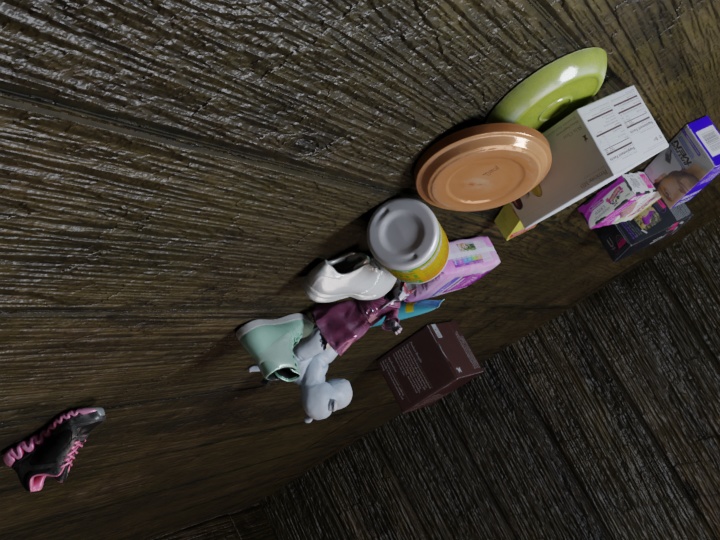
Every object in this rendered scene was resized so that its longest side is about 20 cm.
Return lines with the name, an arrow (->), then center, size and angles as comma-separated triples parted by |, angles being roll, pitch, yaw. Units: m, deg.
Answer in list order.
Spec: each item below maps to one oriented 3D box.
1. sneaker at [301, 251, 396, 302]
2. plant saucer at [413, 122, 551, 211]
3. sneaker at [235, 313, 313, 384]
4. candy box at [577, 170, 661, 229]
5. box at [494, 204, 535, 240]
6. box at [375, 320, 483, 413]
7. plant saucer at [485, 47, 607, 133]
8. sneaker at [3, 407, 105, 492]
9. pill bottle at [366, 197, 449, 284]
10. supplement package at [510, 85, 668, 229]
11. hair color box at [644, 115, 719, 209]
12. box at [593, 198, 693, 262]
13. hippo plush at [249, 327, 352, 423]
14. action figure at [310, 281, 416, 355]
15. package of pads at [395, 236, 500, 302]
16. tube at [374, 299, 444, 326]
sneaker -> 0.000, 0.000, 1.573 | 0.200, 0.075, 0.089 | -13, 146, -43
plant saucer -> 0.177, -0.140, 1.360 | 0.199, 0.032, 0.201 | -7, 152, -4
sneaker -> -0.133, 0.146, 1.696 | 0.074, 0.118, 0.200 | -38, 164, 27
candy box -> 0.600, -0.163, 2.134 | 0.200, 0.061, 0.136 | -13, 158, -47
box -> 0.314, -0.127, 1.751 | 0.075, 0.050, 0.200 | -25, 165, -18
box -> 0.185, 0.259, 2.542 | 0.200, 0.166, 0.164 | -36, 162, 27
plant saucer -> 0.271, -0.240, 1.346 | 0.199, 0.031, 0.200 | -27, 164, -8
sneaker -> -0.501, 0.303, 1.587 | 0.200, 0.096, 0.079 | -34, 163, 12
pill bottle -> 0.082, -0.039, 1.499 | 0.111, 0.111, 0.200 | -31, 165, 6
supplement package -> 0.332, -0.171, 1.443 | 0.155, 0.111, 0.200 | -27, 175, -38
hair color box -> 0.697, -0.227, 2.009 | 0.065, 0.110, 0.200 | -24, 164, -17
box -> 0.714, -0.121, 2.389 | 0.199, 0.106, 0.122 | -25, 164, -14
hippo plush -> -0.082, 0.214, 1.926 | 0.200, 0.161, 0.159 | -11, 157, -49
action figure -> 0.015, 0.081, 1.727 | 0.199, 0.134, 0.149 | -27, 166, 4
package of pads -> 0.167, -0.004, 1.838 | 0.200, 0.076, 0.120 | -11, 161, -48
tube -> 0.061, 0.081, 1.827 | 0.199, 0.051, 0.077 | -10, -168, 16
